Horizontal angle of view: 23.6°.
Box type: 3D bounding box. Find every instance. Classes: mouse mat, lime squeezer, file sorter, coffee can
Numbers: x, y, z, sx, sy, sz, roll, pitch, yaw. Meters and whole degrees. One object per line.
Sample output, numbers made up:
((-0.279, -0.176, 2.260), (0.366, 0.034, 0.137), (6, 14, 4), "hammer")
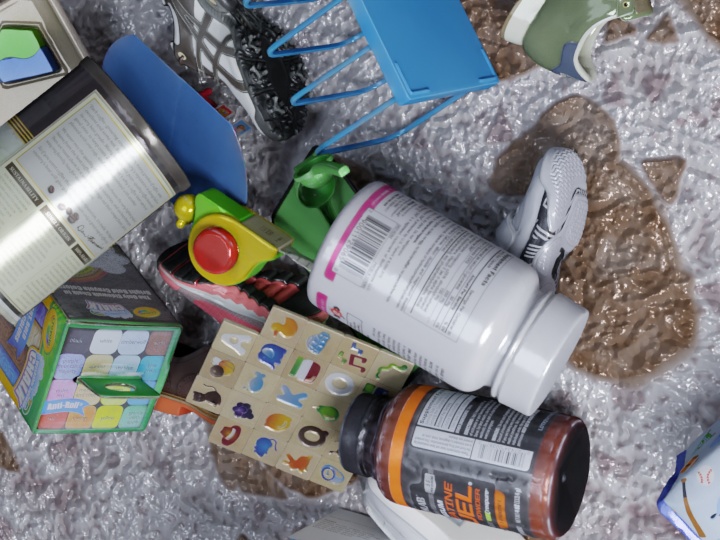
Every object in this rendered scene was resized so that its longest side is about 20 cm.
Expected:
((0.000, 0.000, 1.490), (0.200, 0.008, 0.161), (53, 151, 9), "mouse mat")
((-0.031, -0.062, 1.395), (0.038, 0.200, 0.071), (-19, 69, -6), "lime squeezer")
((-0.007, -0.211, 1.429), (0.123, 0.139, 0.200), (-29, 83, 36), "file sorter")
((-0.272, -0.070, 1.518), (0.200, 0.146, 0.146), (-39, 75, -6), "coffee can")

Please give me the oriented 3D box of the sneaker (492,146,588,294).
((0.114, -0.015, 1.424), (0.115, 0.075, 0.200), (19, 112, 25), "sneaker")

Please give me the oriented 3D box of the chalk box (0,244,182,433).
((-0.256, 0.073, 1.610), (0.200, 0.124, 0.124), (48, 123, 45), "chalk box")

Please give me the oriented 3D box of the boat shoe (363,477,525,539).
((0.080, 0.244, 1.507), (0.200, 0.072, 0.069), (35, 138, 15), "boat shoe")

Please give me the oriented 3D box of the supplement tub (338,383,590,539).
((0.085, 0.156, 1.449), (0.200, 0.107, 0.107), (10, 105, 25), "supplement tub")

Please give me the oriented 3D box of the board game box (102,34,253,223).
((-0.160, -0.129, 1.585), (0.200, 0.039, 0.158), (43, 145, 20), "board game box")

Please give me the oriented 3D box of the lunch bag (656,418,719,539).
((0.353, 0.181, 1.288), (0.200, 0.124, 0.170), (45, 121, 1), "lunch bag")

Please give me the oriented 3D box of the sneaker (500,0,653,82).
((0.198, -0.234, 1.341), (0.090, 0.067, 0.200), (41, 118, 11), "sneaker")

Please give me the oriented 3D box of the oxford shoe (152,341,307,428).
((-0.122, 0.103, 1.603), (0.200, 0.071, 0.073), (7, 99, 32), "oxford shoe")

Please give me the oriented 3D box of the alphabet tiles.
((-0.046, 0.116, 1.523), (0.200, 0.006, 0.167), (22, 124, -7), "alphabet tiles")

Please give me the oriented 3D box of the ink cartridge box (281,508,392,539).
((-0.040, 0.310, 1.512), (0.086, 0.200, 0.148), (12, 106, 30), "ink cartridge box")

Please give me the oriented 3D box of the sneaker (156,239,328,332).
((-0.112, 0.036, 1.583), (0.200, 0.074, 0.087), (24, 132, 34), "sneaker")

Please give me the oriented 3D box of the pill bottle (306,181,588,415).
((0.069, 0.024, 1.349), (0.200, 0.113, 0.113), (30, 114, 13), "pill bottle")

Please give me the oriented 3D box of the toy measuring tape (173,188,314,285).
((-0.086, -0.002, 1.518), (0.200, 0.074, 0.074), (34, 116, 13), "toy measuring tape")

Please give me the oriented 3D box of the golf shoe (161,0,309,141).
((-0.115, -0.193, 1.544), (0.094, 0.078, 0.200), (-36, 70, 38), "golf shoe")

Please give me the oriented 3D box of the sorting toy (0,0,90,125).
((-0.330, -0.149, 1.630), (0.200, 0.036, 0.185), (-26, 98, 21), "sorting toy")
